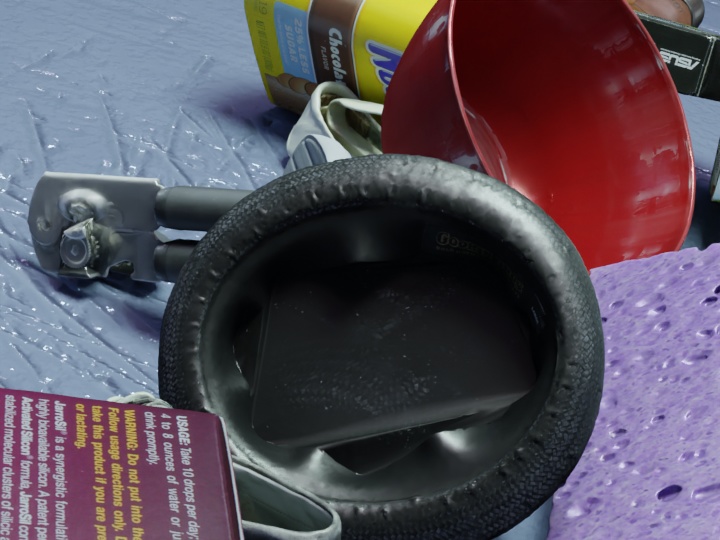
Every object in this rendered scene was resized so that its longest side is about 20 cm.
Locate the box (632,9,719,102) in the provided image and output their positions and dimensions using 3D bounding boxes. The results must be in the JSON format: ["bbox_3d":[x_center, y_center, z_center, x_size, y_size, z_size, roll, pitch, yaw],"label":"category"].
[{"bbox_3d":[0.177,-0.160,1.205,0.199,0.048,0.193,21,9,25],"label":"box"}]

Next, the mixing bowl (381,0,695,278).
[{"bbox_3d":[0.083,-0.073,0.971,0.199,0.108,0.202,21,59,-38],"label":"mixing bowl"}]

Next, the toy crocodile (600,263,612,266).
[{"bbox_3d":[0.177,0.038,0.958,0.067,0.062,0.200,-2,29,-31],"label":"toy crocodile"}]

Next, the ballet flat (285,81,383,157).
[{"bbox_3d":[0.021,-0.059,1.067,0.069,0.070,0.200,-6,32,-37],"label":"ballet flat"}]

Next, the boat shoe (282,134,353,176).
[{"bbox_3d":[0.000,0.000,0.949,0.066,0.074,0.201,20,31,-25],"label":"boat shoe"}]

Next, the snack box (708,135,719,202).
[{"bbox_3d":[0.321,-0.062,1.165,0.167,0.068,0.200,14,6,9],"label":"snack box"}]

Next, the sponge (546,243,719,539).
[{"bbox_3d":[0.150,0.063,0.802,0.111,0.030,0.201,-11,36,24],"label":"sponge"}]

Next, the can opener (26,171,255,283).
[{"bbox_3d":[-0.080,-0.020,0.896,0.198,0.054,0.067,5,7,20],"label":"can opener"}]

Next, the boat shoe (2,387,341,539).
[{"bbox_3d":[-0.090,0.083,0.706,0.199,0.071,0.072,22,26,16],"label":"boat shoe"}]

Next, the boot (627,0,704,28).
[{"bbox_3d":[0.188,-0.228,1.542,0.188,0.069,0.200,33,37,19],"label":"boot"}]

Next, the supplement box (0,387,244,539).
[{"bbox_3d":[-0.147,0.113,0.547,0.198,0.132,0.103,7,27,-14],"label":"supplement box"}]

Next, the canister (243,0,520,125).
[{"bbox_3d":[0.030,-0.137,1.143,0.199,0.149,0.087,23,62,24],"label":"canister"}]

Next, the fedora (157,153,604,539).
[{"bbox_3d":[0.012,0.045,0.792,0.199,0.202,0.092,21,-10,14],"label":"fedora"}]
